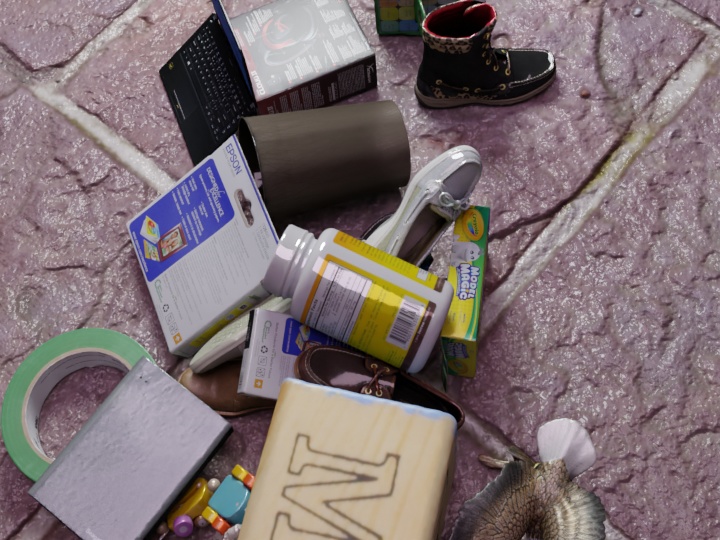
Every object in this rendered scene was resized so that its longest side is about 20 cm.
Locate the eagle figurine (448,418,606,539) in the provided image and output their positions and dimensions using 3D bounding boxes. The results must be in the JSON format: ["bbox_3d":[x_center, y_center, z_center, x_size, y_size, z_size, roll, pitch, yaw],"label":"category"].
[{"bbox_3d":[0.190,0.273,1.176,0.150,0.200,0.152,-24,104,27],"label":"eagle figurine"}]

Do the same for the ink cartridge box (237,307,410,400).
[{"bbox_3d":[-0.038,0.109,1.251,0.197,0.037,0.096,12,79,-18],"label":"ink cartridge box"}]

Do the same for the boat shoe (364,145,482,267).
[{"bbox_3d":[0.075,-0.054,1.274,0.202,0.074,0.065,-47,48,7],"label":"boat shoe"}]

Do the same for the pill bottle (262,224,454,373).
[{"bbox_3d":[-0.004,0.026,1.207,0.197,0.110,0.110,25,67,2],"label":"pill bottle"}]

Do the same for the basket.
[{"bbox_3d":[-0.045,-0.144,1.400,0.197,0.180,0.139,-12,96,-13],"label":"basket"}]

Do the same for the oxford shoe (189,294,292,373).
[{"bbox_3d":[-0.114,0.072,1.296,0.198,0.075,0.058,-32,107,6],"label":"oxford shoe"}]

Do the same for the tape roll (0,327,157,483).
[{"bbox_3d":[-0.327,0.171,1.315,0.197,0.048,0.204,-2,63,3],"label":"tape roll"}]

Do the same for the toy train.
[{"bbox_3d":[-0.175,0.299,1.214,0.198,0.056,0.152,-26,36,31],"label":"toy train"}]

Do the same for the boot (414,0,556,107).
[{"bbox_3d":[0.167,-0.289,1.448,0.196,0.151,0.074,-6,63,1],"label":"boot"}]

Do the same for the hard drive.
[{"bbox_3d":[-0.259,0.217,1.245,0.139,0.033,0.201,34,71,14],"label":"hard drive"}]

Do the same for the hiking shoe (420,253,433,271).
[{"bbox_3d":[0.050,0.070,1.332,0.086,0.074,0.202,26,79,10],"label":"hiking shoe"}]

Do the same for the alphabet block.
[{"bbox_3d":[-0.008,0.259,1.172,0.193,0.196,0.203,10,63,11],"label":"alphabet block"}]

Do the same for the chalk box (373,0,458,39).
[{"bbox_3d":[0.076,-0.411,1.531,0.121,0.125,0.203,-1,62,3],"label":"chalk box"}]

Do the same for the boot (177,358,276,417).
[{"bbox_3d":[-0.127,0.132,1.307,0.196,0.076,0.075,2,66,7],"label":"boot"}]

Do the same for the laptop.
[{"bbox_3d":[-0.213,-0.272,1.442,0.199,0.103,0.179,-38,60,27],"label":"laptop"}]

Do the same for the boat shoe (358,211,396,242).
[{"bbox_3d":[0.000,0.000,1.369,0.073,0.061,0.201,33,71,18],"label":"boat shoe"}]

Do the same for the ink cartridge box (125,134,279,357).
[{"bbox_3d":[-0.186,-0.030,1.360,0.199,0.047,0.200,-34,61,18],"label":"ink cartridge box"}]

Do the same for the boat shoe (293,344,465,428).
[{"bbox_3d":[0.024,0.131,1.216,0.198,0.070,0.071,24,63,-17],"label":"boat shoe"}]

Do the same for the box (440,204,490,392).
[{"bbox_3d":[0.124,0.036,1.312,0.047,0.118,0.203,7,65,8],"label":"box"}]

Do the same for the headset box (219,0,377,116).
[{"bbox_3d":[-0.094,-0.295,1.512,0.197,0.075,0.150,-23,64,-7],"label":"headset box"}]
